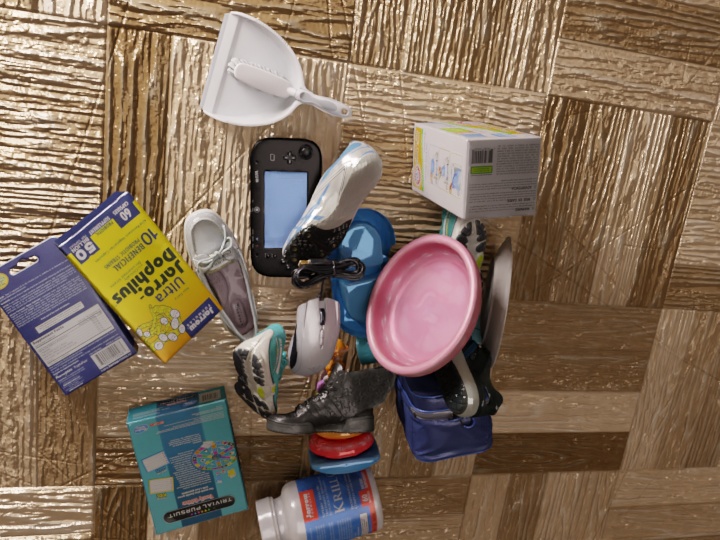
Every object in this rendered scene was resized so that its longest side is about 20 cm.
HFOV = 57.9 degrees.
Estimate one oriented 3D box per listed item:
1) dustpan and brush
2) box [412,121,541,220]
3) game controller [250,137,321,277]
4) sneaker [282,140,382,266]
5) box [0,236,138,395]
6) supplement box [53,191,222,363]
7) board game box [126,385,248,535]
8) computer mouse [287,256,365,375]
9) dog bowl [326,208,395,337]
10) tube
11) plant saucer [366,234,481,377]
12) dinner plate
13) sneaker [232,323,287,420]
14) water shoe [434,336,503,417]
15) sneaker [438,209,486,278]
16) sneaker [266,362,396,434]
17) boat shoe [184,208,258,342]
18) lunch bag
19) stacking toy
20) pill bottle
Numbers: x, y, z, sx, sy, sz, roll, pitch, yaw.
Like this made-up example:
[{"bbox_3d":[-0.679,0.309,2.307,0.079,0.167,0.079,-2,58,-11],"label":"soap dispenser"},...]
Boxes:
[{"bbox_3d":[-0.106,-0.249,0.887,0.196,0.057,0.143,16,102,-20],"label":"dustpan and brush"},{"bbox_3d":[0.155,-0.147,0.917,0.110,0.200,0.104,-5,109,-15],"label":"box"},{"bbox_3d":[-0.109,-0.089,0.947,0.102,0.042,0.205,-2,107,-15],"label":"game controller"},{"bbox_3d":[-0.043,-0.092,0.920,0.071,0.073,0.201,31,102,-38],"label":"sneaker"},{"bbox_3d":[-0.417,0.061,0.912,0.119,0.032,0.203,-29,112,-6],"label":"box"},{"bbox_3d":[-0.297,0.007,0.874,0.109,0.109,0.202,-43,114,-18],"label":"supplement box"},{"bbox_3d":[-0.267,0.297,1.019,0.147,0.047,0.205,-11,110,-12],"label":"board game box"},{"bbox_3d":[-0.058,0.077,0.952,0.107,0.044,0.204,-3,118,-27],"label":"computer mouse"},{"bbox_3d":[0.000,0.000,1.001,0.109,0.050,0.205,-11,109,-12],"label":"dog bowl"},{"bbox_3d":[0.091,0.106,1.019,0.195,0.078,0.051,-11,122,14],"label":"tube"},{"bbox_3d":[0.093,0.053,0.917,0.050,0.200,0.203,27,99,-39],"label":"plant saucer"},{"bbox_3d":[0.204,0.048,1.002,0.024,0.200,0.205,10,105,5],"label":"dinner plate"},{"bbox_3d":[-0.137,0.157,0.969,0.080,0.077,0.202,-44,159,-36],"label":"sneaker"},{"bbox_3d":[0.144,0.121,0.937,0.077,0.203,0.072,11,138,-26],"label":"water shoe"},{"bbox_3d":[0.148,-0.012,1.018,0.076,0.080,0.204,-11,128,-22],"label":"sneaker"},{"bbox_3d":[-0.042,0.188,0.972,0.194,0.060,0.107,3,82,-14],"label":"sneaker"},{"bbox_3d":[-0.194,0.011,0.937,0.073,0.065,0.206,-22,113,-18],"label":"boat shoe"},{"bbox_3d":[0.126,0.191,1.015,0.132,0.200,0.136,-9,108,-7],"label":"lunch bag"},{"bbox_3d":[-0.036,0.206,1.037,0.113,0.110,0.206,-6,97,-6],"label":"stacking toy"},{"bbox_3d":[-0.069,0.395,1.070,0.195,0.112,0.115,-13,110,-12],"label":"pill bottle"}]
